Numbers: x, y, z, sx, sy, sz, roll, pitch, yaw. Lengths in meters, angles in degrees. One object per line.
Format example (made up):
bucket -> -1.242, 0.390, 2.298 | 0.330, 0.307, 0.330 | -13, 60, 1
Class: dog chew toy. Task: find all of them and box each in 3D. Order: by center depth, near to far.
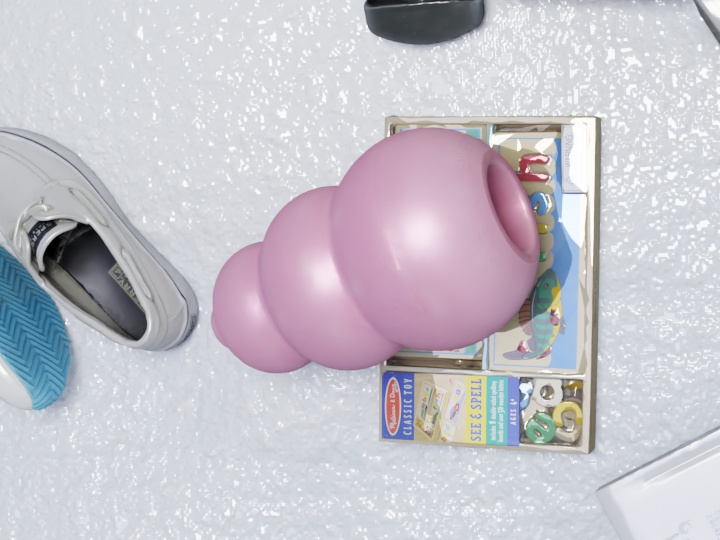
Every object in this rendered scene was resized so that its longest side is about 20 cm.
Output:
dog chew toy -> 0.000, 0.000, 0.848 | 0.199, 0.124, 0.125 | -23, 85, 26

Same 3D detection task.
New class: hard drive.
hard drive -> 0.240, 0.186, 0.847 | 0.131, 0.025, 0.201 | -30, 83, 17

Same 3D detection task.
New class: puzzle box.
puzzle box -> 0.076, 0.006, 0.894 | 0.132, 0.025, 0.202 | 1, 92, 19

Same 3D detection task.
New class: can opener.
can opener -> 0.099, -0.174, 0.875 | 0.198, 0.053, 0.067 | 0, 126, 20

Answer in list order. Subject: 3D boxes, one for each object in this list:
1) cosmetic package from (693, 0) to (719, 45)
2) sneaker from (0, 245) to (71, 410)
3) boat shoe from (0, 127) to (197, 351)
cosmetic package -> 0.288, -0.164, 0.790 | 0.199, 0.090, 0.107 | -35, 81, 13
sneaker -> -0.270, 0.023, 0.987 | 0.200, 0.076, 0.081 | 46, 113, 17
boat shoe -> -0.193, -0.020, 0.959 | 0.200, 0.066, 0.072 | 47, 104, 11
